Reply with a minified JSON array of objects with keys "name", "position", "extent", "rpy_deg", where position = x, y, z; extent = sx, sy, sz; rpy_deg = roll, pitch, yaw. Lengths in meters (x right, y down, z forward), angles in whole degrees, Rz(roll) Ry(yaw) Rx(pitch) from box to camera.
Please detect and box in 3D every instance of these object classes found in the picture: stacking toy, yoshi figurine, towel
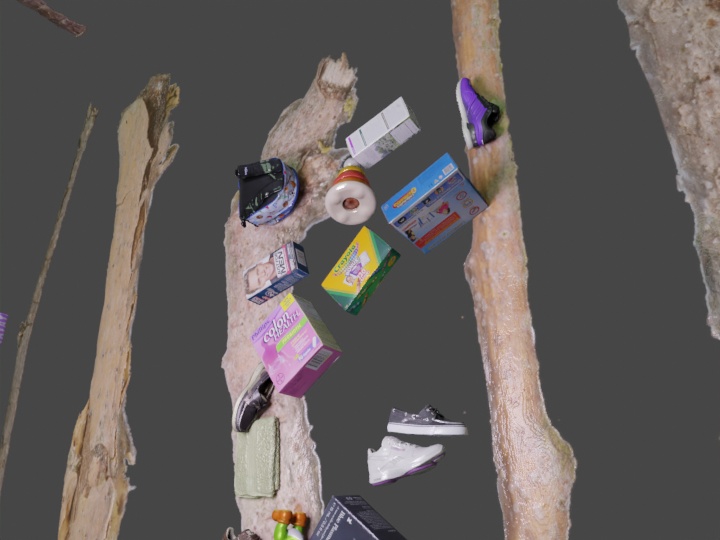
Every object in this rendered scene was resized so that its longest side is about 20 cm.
[{"name":"stacking toy","position":[-0.024,-0.241,1.593],"extent":[0.144,0.146,0.203],"rpy_deg":[-24,41,24]},{"name":"yoshi figurine","position":[-0.182,0.671,1.321],"extent":[0.110,0.113,0.204],"rpy_deg":[0,57,3]},{"name":"towel","position":[-0.275,0.493,1.507],"extent":[0.146,0.036,0.204],"rpy_deg":[-14,64,28]}]

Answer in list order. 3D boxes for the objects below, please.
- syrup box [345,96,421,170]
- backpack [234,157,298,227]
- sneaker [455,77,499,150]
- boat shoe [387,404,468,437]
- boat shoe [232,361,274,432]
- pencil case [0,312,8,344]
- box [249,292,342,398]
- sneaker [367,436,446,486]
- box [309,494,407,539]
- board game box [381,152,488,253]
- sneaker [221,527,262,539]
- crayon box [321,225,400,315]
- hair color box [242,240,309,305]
[{"name":"syrup box","position":[0.063,-0.381,1.594],"extent":[0.198,0.078,0.083],"rpy_deg":[-32,57,20]},{"name":"backpack","position":[-0.273,-0.238,1.724],"extent":[0.188,0.153,0.204],"rpy_deg":[-25,65,33]},{"name":"sneaker","position":[0.305,-0.408,1.452],"extent":[0.098,0.069,0.204],"rpy_deg":[-13,68,22]},{"name":"boat shoe","position":[0.147,0.332,1.266],"extent":[0.197,0.069,0.068],"rpy_deg":[-9,68,40]},{"name":"boat shoe","position":[-0.279,0.341,1.534],"extent":[0.064,0.072,0.202],"rpy_deg":[7,58,31]},{"name":"pencil case","position":[-1.600,0.277,2.473],"extent":[0.083,0.085,0.204],"rpy_deg":[-12,65,31]},{"name":"box","position":[-0.174,0.198,1.516],"extent":[0.176,0.096,0.201],"rpy_deg":[-46,52,11]},{"name":"sneaker","position":[0.094,0.408,1.262],"extent":[0.197,0.075,0.101],"rpy_deg":[-26,60,23]},{"name":"box","position":[-0.012,0.629,1.223],"extent":[0.198,0.117,0.199],"rpy_deg":[28,88,37]},{"name":"board game box","position":[0.179,-0.152,1.349],"extent":[0.199,0.195,0.056],"rpy_deg":[-37,55,15]},{"name":"sneaker","position":[-0.276,0.684,1.411],"extent":[0.197,0.070,0.077],"rpy_deg":[-10,65,31]},{"name":"crayon box","position":[0.000,0.000,1.499],"extent":[0.119,0.058,0.201],"rpy_deg":[41,97,38]},{"name":"hair color box","position":[-0.250,0.008,1.667],"extent":[0.198,0.060,0.102],"rpy_deg":[-30,57,22]}]
